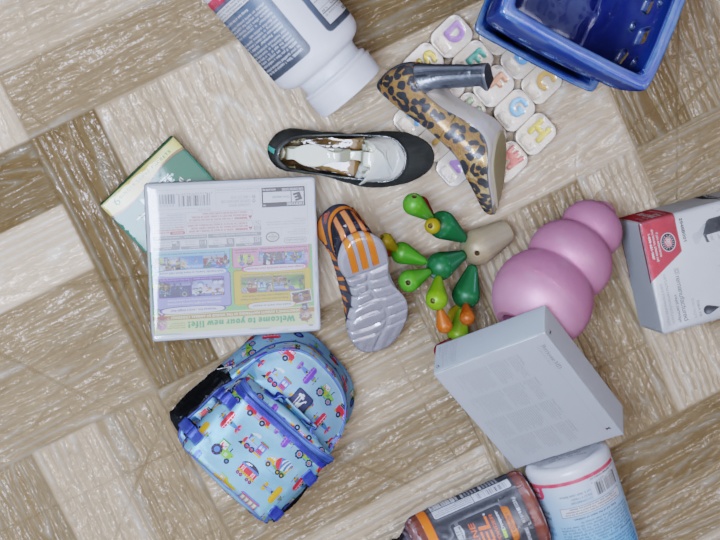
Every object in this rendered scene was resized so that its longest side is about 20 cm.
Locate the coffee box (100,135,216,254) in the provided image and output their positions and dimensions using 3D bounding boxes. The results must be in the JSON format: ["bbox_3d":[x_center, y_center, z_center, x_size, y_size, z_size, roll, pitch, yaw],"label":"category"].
[{"bbox_3d":[-0.197,-0.046,1.606,0.123,0.044,0.200,-42,101,-3],"label":"coffee box"}]

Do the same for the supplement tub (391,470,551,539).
[{"bbox_3d":[0.127,0.331,1.671,0.199,0.107,0.107,-23,99,-6],"label":"supplement tub"}]

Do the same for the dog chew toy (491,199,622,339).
[{"bbox_3d":[0.247,-0.004,1.651,0.124,0.124,0.200,42,70,-11],"label":"dog chew toy"}]

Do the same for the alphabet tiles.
[{"bbox_3d":[0.145,-0.208,1.662,0.196,0.015,0.200,-43,101,-3],"label":"alphabet tiles"}]

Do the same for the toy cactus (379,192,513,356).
[{"bbox_3d":[0.111,-0.010,1.652,0.165,0.102,0.201,-27,98,-25],"label":"toy cactus"}]

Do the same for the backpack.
[{"bbox_3d":[-0.099,0.172,1.604,0.200,0.135,0.183,-43,102,-6],"label":"backpack"}]

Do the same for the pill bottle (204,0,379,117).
[{"bbox_3d":[-0.076,-0.279,1.564,0.120,0.120,0.200,-41,101,-3],"label":"pill bottle"}]

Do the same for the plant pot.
[{"bbox_3d":[0.253,-0.328,1.578,0.199,0.180,0.201,24,86,-11],"label":"plant pot"}]

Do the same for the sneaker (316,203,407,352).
[{"bbox_3d":[0.000,0.000,1.631,0.077,0.112,0.201,-17,133,-10],"label":"sneaker"}]

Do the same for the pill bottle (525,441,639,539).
[{"bbox_3d":[0.285,0.319,1.696,0.108,0.109,0.201,-20,99,-7],"label":"pill bottle"}]

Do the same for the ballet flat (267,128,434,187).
[{"bbox_3d":[-0.011,-0.130,1.603,0.199,0.068,0.068,1,101,-1],"label":"ballet flat"}]

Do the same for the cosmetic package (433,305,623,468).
[{"bbox_3d":[0.203,0.143,1.623,0.150,0.052,0.200,-21,127,28],"label":"cosmetic package"}]

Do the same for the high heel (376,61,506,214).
[{"bbox_3d":[0.099,-0.159,1.641,0.142,0.071,0.201,2,121,24],"label":"high heel"}]

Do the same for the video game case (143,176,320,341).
[{"bbox_3d":[-0.148,-0.014,1.585,0.199,0.022,0.183,-3,96,-12],"label":"video game case"}]

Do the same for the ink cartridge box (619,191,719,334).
[{"bbox_3d":[0.440,-0.018,1.697,0.199,0.084,0.145,-15,98,-8],"label":"ink cartridge box"}]
